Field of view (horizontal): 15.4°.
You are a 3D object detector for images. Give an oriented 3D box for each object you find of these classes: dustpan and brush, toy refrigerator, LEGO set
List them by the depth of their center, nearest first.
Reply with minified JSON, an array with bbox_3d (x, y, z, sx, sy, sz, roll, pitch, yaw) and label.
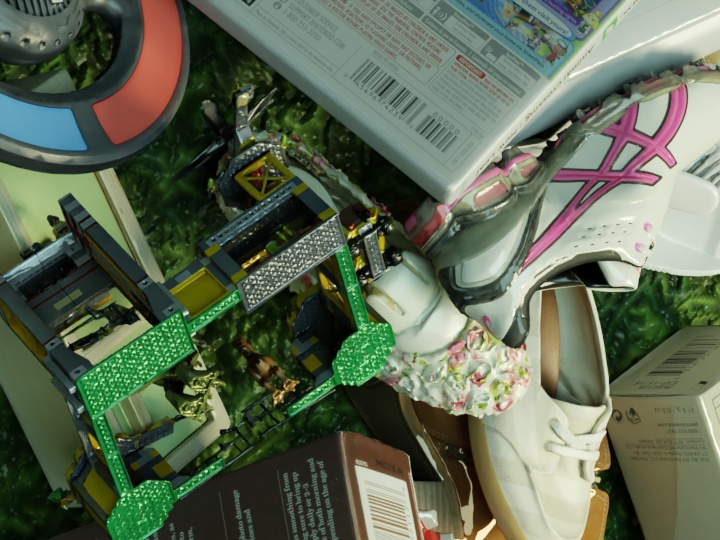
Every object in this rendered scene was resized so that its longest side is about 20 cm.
[{"bbox_3d":[-0.089,0.016,1.241,0.200,0.116,0.154,-39,142,-10],"label":"LEGO set"},{"bbox_3d":[-0.143,0.010,1.298,0.076,0.070,0.201,-39,113,-42],"label":"toy refrigerator"},{"bbox_3d":[0.124,-0.060,1.419,0.199,0.057,0.140,15,133,3],"label":"dustpan and brush"}]

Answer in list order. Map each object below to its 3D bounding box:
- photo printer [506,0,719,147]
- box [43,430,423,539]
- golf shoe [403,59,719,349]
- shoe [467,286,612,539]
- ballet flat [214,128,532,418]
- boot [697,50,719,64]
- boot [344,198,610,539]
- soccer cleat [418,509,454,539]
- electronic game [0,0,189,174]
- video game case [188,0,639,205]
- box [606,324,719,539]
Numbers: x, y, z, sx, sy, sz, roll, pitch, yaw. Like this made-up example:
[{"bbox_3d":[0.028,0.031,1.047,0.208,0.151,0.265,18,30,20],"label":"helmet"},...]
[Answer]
[{"bbox_3d":[0.076,-0.151,1.357,0.199,0.070,0.167,-26,73,-19],"label":"photo printer"},{"bbox_3d":[-0.065,0.159,1.283,0.075,0.199,0.101,25,49,-57],"label":"box"},{"bbox_3d":[0.119,-0.033,1.319,0.199,0.073,0.092,-30,81,-24],"label":"golf shoe"},{"bbox_3d":[0.093,0.051,1.363,0.070,0.053,0.202,3,78,-47],"label":"shoe"},{"bbox_3d":[0.000,0.000,1.323,0.200,0.064,0.076,38,79,17],"label":"ballet flat"},{"bbox_3d":[0.270,-0.077,1.440,0.200,0.155,0.073,44,79,-22],"label":"boot"},{"bbox_3d":[0.069,0.066,1.416,0.154,0.077,0.202,2,85,-32],"label":"boot"},{"bbox_3d":[0.014,0.190,1.365,0.085,0.069,0.201,-8,140,6],"label":"soccer cleat"},{"bbox_3d":[-0.165,-0.134,1.248,0.199,0.042,0.201,24,48,-29],"label":"electronic game"},{"bbox_3d":[0.024,-0.154,1.298,0.200,0.022,0.182,38,68,12],"label":"video game case"},{"bbox_3d":[0.213,0.138,1.472,0.095,0.077,0.201,-31,109,-40],"label":"box"}]
